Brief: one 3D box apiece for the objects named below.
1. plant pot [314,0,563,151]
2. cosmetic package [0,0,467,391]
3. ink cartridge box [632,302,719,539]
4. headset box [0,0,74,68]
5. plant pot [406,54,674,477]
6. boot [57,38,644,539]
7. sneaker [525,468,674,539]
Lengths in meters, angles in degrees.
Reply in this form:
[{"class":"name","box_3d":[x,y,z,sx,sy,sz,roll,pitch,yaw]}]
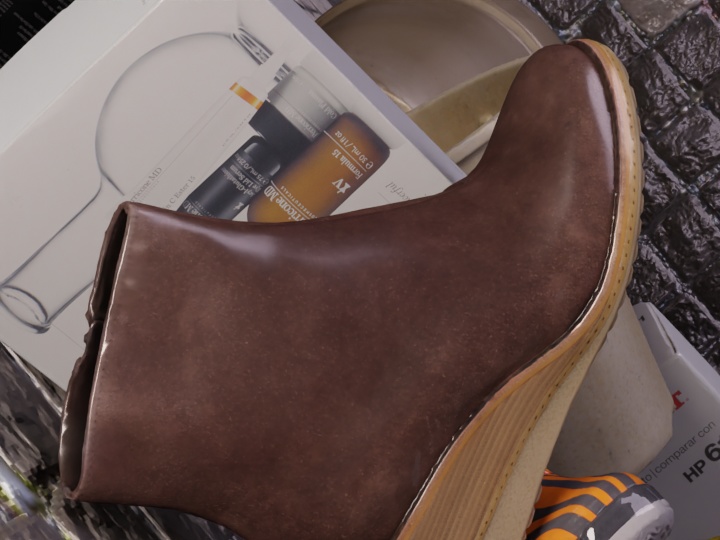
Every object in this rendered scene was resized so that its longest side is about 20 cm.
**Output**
[{"class":"plant pot","box_3d":[0.017,-0.060,1.285,0.200,0.200,0.173,49,20,6]},{"class":"cosmetic package","box_3d":[-0.047,-0.011,0.827,0.200,0.151,0.052,42,12,-35]},{"class":"ink cartridge box","box_3d":[0.170,0.139,1.270,0.200,0.144,0.085,46,10,-17]},{"class":"headset box","box_3d":[-0.196,-0.174,0.883,0.200,0.093,0.174,45,1,19]},{"class":"plant pot","box_3d":[0.050,0.027,1.108,0.184,0.200,0.200,59,7,-10]},{"class":"boot","box_3d":[0.000,0.000,0.764,0.166,0.201,0.072,18,-5,-25]},{"class":"sneaker","box_3d":[0.037,0.090,0.872,0.112,0.077,0.200,53,-27,5]}]
